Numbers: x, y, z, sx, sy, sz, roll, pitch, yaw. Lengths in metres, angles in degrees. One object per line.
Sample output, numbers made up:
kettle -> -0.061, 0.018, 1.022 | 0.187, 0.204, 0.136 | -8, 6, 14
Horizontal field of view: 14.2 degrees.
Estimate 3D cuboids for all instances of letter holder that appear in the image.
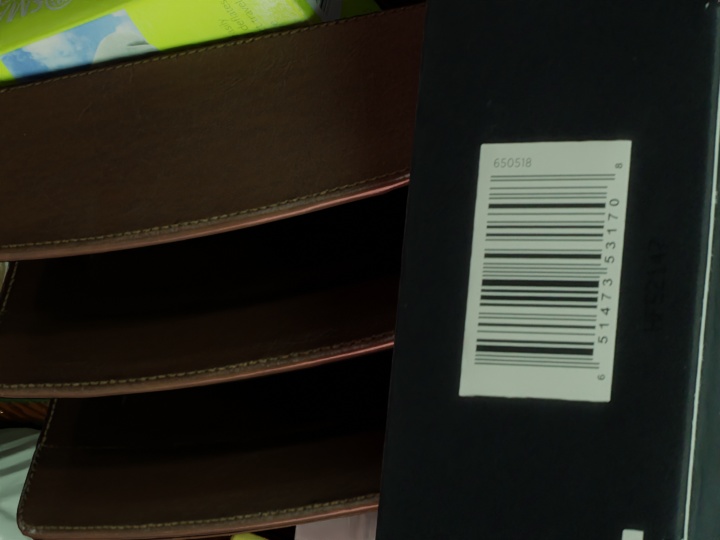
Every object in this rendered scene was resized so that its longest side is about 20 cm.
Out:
letter holder -> -0.039, 0.005, 0.981 | 0.199, 0.143, 0.101 | -9, 136, 22

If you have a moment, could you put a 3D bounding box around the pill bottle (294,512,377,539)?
pill bottle -> 0.077, 0.120, 1.184 | 0.199, 0.112, 0.112 | 4, 140, 10

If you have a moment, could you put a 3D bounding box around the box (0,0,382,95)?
box -> -0.082, -0.060, 1.064 | 0.199, 0.048, 0.122 | -17, 132, 31

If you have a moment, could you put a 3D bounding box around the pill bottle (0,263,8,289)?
pill bottle -> -0.211, 0.052, 1.111 | 0.110, 0.201, 0.111 | 8, 140, 7

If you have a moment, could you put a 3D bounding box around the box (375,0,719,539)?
box -> 0.113, 0.013, 0.910 | 0.117, 0.198, 0.200 | 1, 173, 39

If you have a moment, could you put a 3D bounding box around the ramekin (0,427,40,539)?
ramekin -> -0.155, 0.165, 1.247 | 0.200, 0.098, 0.202 | 16, 116, 36

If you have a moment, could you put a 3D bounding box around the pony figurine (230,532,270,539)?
pony figurine -> 0.045, 0.109, 1.052 | 0.199, 0.194, 0.167 | -6, 180, 11
